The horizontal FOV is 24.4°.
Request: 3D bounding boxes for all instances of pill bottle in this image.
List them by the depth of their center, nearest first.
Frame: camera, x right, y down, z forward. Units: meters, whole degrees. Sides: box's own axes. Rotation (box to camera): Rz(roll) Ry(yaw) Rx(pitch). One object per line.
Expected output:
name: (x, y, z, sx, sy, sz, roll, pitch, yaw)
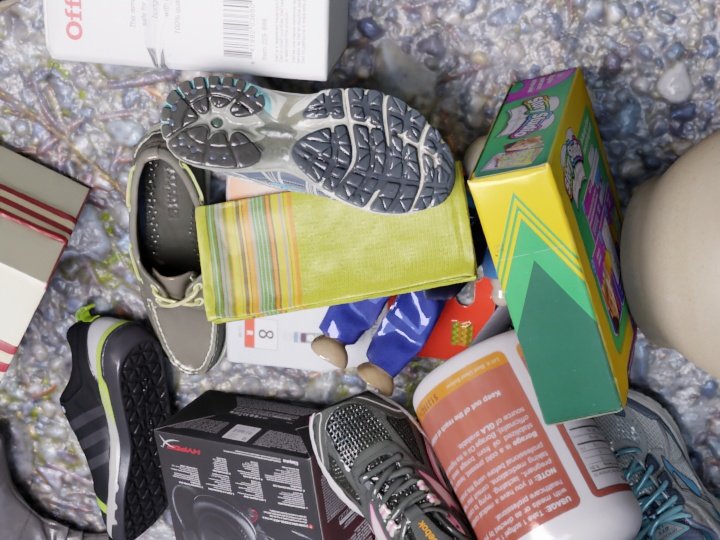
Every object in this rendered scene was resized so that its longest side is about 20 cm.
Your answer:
pill bottle: (0.125, 0.151, 1.160, 0.112, 0.112, 0.200, -35, 67, 22)

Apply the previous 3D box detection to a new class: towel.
towel: (-0.020, -0.019, 1.172, 0.199, 0.018, 0.086, -10, 88, 15)

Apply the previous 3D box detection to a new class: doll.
doll: (0.051, -0.009, 1.191, 0.136, 0.048, 0.200, 31, 101, -9)

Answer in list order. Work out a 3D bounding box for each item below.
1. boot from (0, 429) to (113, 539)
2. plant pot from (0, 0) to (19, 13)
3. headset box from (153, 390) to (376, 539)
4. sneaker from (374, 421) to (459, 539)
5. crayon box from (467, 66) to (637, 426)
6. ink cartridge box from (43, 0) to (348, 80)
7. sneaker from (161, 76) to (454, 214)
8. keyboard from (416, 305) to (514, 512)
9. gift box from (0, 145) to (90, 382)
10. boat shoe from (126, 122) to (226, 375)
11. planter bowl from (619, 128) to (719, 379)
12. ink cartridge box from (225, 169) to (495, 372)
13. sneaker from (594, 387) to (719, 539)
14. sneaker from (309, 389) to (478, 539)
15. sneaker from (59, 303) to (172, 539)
boot: (-0.259, 0.212, 1.367, 0.131, 0.070, 0.200, 7, 125, 5)
plant pot: (-0.350, -0.210, 1.150, 0.200, 0.187, 0.187, -32, 104, 36)
headset box: (-0.067, 0.206, 1.291, 0.148, 0.075, 0.201, 6, 115, 32)
sneaker: (0.051, 0.207, 1.255, 0.071, 0.073, 0.201, 14, 93, -16)
crayon box: (0.135, -0.022, 1.110, 0.058, 0.200, 0.173, -14, 109, 18)
ink cartridge box: (-0.111, -0.217, 1.137, 0.199, 0.084, 0.146, 6, 114, 8)
sneaker: (-0.032, -0.087, 1.136, 0.199, 0.086, 0.078, 15, 87, 1)
keyboard: (0.120, 0.112, 1.264, 0.127, 0.021, 0.200, 29, 116, -9)
gift box: (-0.318, -0.021, 1.215, 0.186, 0.185, 0.200, 25, 112, -10)
boat shoe: (-0.138, -0.008, 1.245, 0.072, 0.060, 0.202, -1, 113, 9)
planter bowl: (0.259, -0.009, 1.112, 0.134, 0.200, 0.201, -5, 114, 38)
ink cartridge box: (0.000, 0.000, 1.229, 0.199, 0.050, 0.163, 7, 114, 11)
sneaker: (0.222, 0.168, 1.230, 0.078, 0.086, 0.200, -38, 108, 17)
sneaker: (0.042, 0.171, 1.168, 0.080, 0.086, 0.200, -38, 98, -4)
sneaker: (-0.195, 0.118, 1.320, 0.083, 0.072, 0.201, 18, 119, 33)
